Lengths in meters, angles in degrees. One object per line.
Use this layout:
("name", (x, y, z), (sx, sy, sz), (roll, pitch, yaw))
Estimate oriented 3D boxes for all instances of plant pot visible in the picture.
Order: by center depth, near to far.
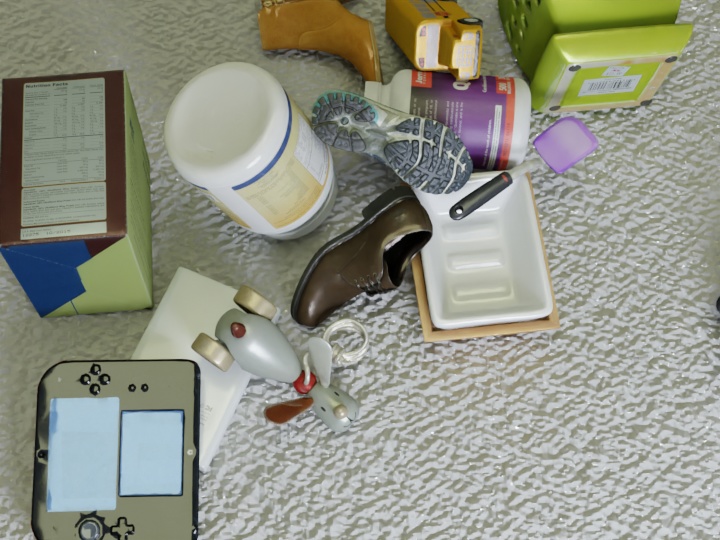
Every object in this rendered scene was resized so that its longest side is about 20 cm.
("plant pot", (0.289, -0.306, 1.369), (0.197, 0.199, 0.184), (-6, 73, -5))

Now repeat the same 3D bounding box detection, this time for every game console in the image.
("game console", (-0.260, 0.196, 1.192), (0.175, 0.031, 0.202), (-2, 77, 2))

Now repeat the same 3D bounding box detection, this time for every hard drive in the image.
("hard drive", (-0.190, 0.108, 1.257), (0.131, 0.026, 0.201), (22, 67, 7))

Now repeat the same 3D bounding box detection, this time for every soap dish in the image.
("soap dish", (0.134, -0.013, 1.292), (0.155, 0.081, 0.202), (-6, 67, -4))

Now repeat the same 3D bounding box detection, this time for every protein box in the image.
("protein box", (-0.311, -0.081, 1.240), (0.133, 0.199, 0.202), (-4, 66, -4))

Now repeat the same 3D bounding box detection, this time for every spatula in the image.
("spatula", (0.182, -0.114, 1.283), (0.199, 0.021, 0.057), (-31, 72, -15))

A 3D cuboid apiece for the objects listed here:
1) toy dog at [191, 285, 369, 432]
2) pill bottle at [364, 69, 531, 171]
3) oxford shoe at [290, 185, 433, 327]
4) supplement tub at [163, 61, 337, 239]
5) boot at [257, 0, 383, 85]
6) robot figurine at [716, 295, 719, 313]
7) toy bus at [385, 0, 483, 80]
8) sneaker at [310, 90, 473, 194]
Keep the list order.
("toy dog", (-0.084, 0.097, 1.201), (0.198, 0.096, 0.133), (17, 86, -6))
("pill bottle", (0.101, -0.182, 1.347), (0.197, 0.113, 0.114), (5, 66, -1))
("oxford shoe", (0.000, 0.000, 1.248), (0.200, 0.072, 0.085), (-45, 52, 15))
("supplement tub", (-0.115, -0.127, 1.252), (0.143, 0.200, 0.146), (-7, 68, 18))
("boot", (-0.055, -0.295, 1.423), (0.142, 0.071, 0.203), (-15, 64, -2))
("robot figurine", (0.496, 0.056, 1.250), (0.200, 0.150, 0.125), (-48, 115, -19))
("toy bus", (0.089, -0.292, 1.362), (0.077, 0.066, 0.200), (-3, 28, -12))
("sneaker", (0.038, -0.156, 1.266), (0.198, 0.086, 0.078), (26, 105, -12))
